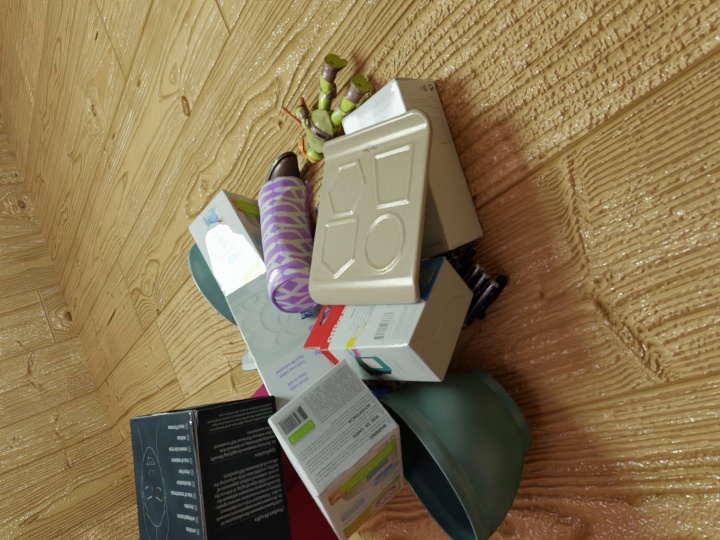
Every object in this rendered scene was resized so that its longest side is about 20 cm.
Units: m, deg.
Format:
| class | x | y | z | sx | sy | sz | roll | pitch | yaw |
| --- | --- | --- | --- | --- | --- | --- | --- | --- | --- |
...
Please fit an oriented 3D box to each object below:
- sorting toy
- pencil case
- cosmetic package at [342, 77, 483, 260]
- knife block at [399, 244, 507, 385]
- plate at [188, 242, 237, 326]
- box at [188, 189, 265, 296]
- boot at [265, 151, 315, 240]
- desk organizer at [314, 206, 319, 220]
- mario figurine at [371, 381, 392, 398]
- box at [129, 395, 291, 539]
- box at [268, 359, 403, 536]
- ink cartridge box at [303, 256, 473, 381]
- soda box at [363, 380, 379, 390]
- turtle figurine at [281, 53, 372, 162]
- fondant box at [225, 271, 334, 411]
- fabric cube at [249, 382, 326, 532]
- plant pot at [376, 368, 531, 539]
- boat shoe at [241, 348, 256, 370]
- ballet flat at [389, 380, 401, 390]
| class | x | y | z | sx | sy | sz | roll | pitch | yaw |
| --- | --- | --- | --- | --- | --- | --- | --- | --- | --- |
| sorting toy | 0.011 | -0.064 | 0.622 | 0.181 | 0.036 | 0.209 | -5 | 79 | 48 |
| pencil case | -0.097 | -0.040 | 0.746 | 0.085 | 0.083 | 0.205 | 64 | -172 | -55 |
| cosmetic package | 0.063 | -0.116 | 0.663 | 0.111 | 0.080 | 0.207 | -21 | 86 | 48 |
| knife block | 0.118 | 0.075 | 0.681 | 0.172 | 0.063 | 0.208 | 0 | 103 | 49 |
| plate | -0.234 | 0.022 | 0.986 | 0.025 | 0.199 | 0.203 | -37 | 73 | 15 |
| box | -0.200 | -0.024 | 0.948 | 0.101 | 0.112 | 0.203 | -39 | 72 | 18 |
| boot | -0.083 | -0.061 | 0.860 | 0.202 | 0.063 | 0.190 | 52 | 148 | 28 |
| desk organizer | 0.000 | 0.000 | 0.775 | 0.071 | 0.075 | 0.207 | 26 | 131 | 60 |
| mario figurine | -0.013 | 0.160 | 0.871 | 0.198 | 0.124 | 0.106 | 38 | 171 | 23 |
| box | -0.195 | 0.276 | 0.677 | 0.196 | 0.121 | 0.205 | -18 | 76 | 44 |
| box | -0.020 | 0.222 | 0.634 | 0.101 | 0.111 | 0.203 | 44 | 157 | 33 |
| ink cartridge box | 0.027 | 0.063 | 0.636 | 0.067 | 0.118 | 0.197 | 43 | 148 | -26 |
| soda box | -0.059 | 0.109 | 0.804 | 0.200 | 0.067 | 0.065 | 45 | 166 | 31 |
| turtle figurine | -0.054 | -0.221 | 0.772 | 0.202 | 0.063 | 0.163 | 52 | 135 | 23 |
| fondant box | -0.089 | 0.086 | 0.752 | 0.202 | 0.141 | 0.059 | 55 | 170 | 31 |
| fabric cube | -0.099 | 0.313 | 0.857 | 0.193 | 0.200 | 0.204 | 21 | 147 | 41 |
| plant pot | 0.122 | 0.207 | 0.646 | 0.201 | 0.132 | 0.203 | 50 | 159 | 26 |
| boat shoe | -0.171 | 0.145 | 1.031 | 0.200 | 0.073 | 0.067 | -30 | 75 | 45 |
| ballet flat | 0.064 | 0.167 | 0.779 | 0.045 | 0.066 | 0.207 | -5 | 105 | 46 |
